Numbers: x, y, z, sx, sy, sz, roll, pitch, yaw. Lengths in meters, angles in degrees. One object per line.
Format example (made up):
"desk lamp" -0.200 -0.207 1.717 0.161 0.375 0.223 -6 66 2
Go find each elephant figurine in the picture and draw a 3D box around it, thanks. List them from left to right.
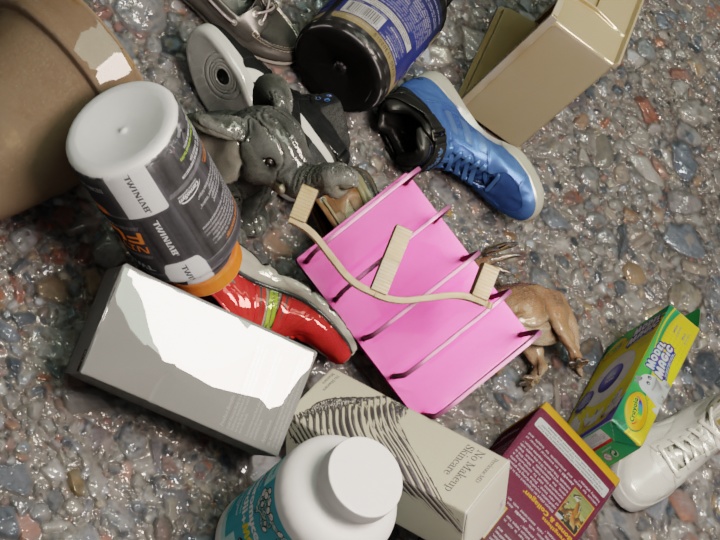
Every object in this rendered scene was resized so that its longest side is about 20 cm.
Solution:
"elephant figurine" -0.100 -0.115 1.623 0.154 0.200 0.143 23 55 -18

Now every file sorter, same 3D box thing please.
"file sorter" 0.057 0.022 1.610 0.139 0.125 0.201 -38 90 -8

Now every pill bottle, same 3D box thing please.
"pill bottle" -0.168 -0.061 1.500 0.201 0.105 0.107 62 32 -49
"pill bottle" -0.040 0.210 1.479 0.110 0.200 0.112 14 57 -23
"pill bottle" 0.024 -0.266 1.837 0.112 0.112 0.200 42 51 -4

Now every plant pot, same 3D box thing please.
"plant pot" -0.303 -0.136 1.538 0.174 0.200 0.201 -40 88 -23

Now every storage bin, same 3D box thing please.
"storage bin" 0.215 -0.264 1.894 0.093 0.200 0.200 34 52 -12

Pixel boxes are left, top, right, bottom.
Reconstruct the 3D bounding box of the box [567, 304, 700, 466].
"box" 0.276 0.117 1.774 0.048 0.117 0.200 41 50 -5

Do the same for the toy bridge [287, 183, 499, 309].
"toy bridge" 0.027 -0.007 1.532 0.198 0.027 0.068 24 85 -3

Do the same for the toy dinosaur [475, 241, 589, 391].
"toy dinosaur" 0.167 0.039 1.778 0.199 0.086 0.137 21 49 -27

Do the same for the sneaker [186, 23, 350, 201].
"sneaker" -0.087 -0.174 1.754 0.112 0.073 0.201 -36 94 -42

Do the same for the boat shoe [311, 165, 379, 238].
"boat shoe" 0.000 0.000 1.706 0.073 0.076 0.202 -18 80 -19

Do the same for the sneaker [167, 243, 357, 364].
"sneaker" -0.098 0.042 1.635 0.199 0.077 0.085 31 73 -11

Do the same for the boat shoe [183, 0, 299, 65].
"boat shoe" -0.138 -0.286 1.786 0.199 0.057 0.067 35 52 -9

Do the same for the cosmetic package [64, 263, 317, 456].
"cosmetic package" -0.151 0.082 1.541 0.199 0.090 0.108 26 78 -14

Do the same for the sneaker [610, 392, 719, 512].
"sneaker" 0.346 0.171 1.788 0.199 0.116 0.074 -32 85 -37

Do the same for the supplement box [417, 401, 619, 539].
"supplement box" 0.145 0.237 1.649 0.110 0.086 0.200 45 51 -1

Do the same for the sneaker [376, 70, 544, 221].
"sneaker" 0.098 -0.116 1.819 0.200 0.077 0.111 50 45 8

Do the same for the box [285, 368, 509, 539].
"box" 0.032 0.173 1.569 0.199 0.069 0.082 25 46 24
